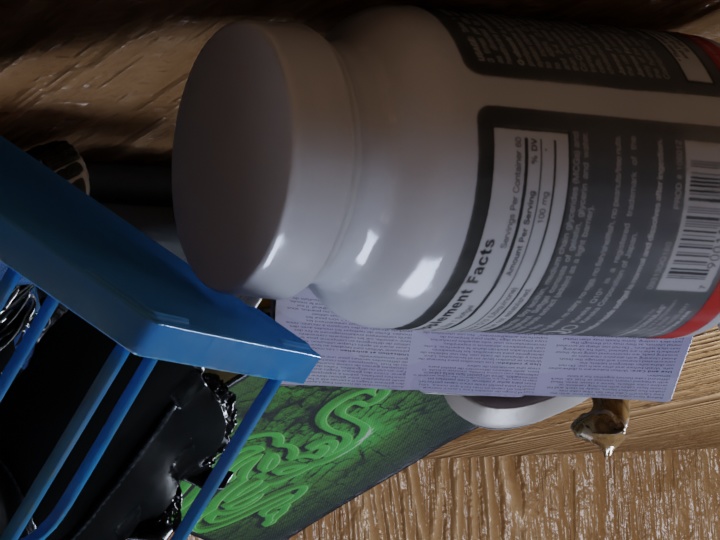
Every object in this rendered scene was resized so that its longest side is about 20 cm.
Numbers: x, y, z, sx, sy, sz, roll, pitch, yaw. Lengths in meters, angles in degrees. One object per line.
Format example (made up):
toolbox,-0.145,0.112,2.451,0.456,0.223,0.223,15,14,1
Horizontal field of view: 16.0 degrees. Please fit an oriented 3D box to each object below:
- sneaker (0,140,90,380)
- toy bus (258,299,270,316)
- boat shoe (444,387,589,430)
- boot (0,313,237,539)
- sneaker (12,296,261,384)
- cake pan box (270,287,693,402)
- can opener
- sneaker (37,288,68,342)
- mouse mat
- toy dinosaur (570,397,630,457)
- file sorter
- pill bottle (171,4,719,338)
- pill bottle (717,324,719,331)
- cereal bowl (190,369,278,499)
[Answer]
sneaker,-0.157,0.002,1.125,0.078,0.090,0.200,-29,-172,-25
toy bus,0.000,0.000,1.338,0.200,0.065,0.078,-6,172,17
boat shoe,0.110,0.039,1.263,0.200,0.075,0.093,-35,148,-35
boot,-0.140,0.066,1.045,0.073,0.162,0.198,30,159,40
sneaker,-0.120,0.035,1.224,0.099,0.071,0.200,-31,-166,51
cake pan box,0.052,-0.005,1.108,0.199,0.052,0.184,2,149,-1
can opener,-0.046,-0.032,1.200,0.200,0.053,0.067,-1,137,-31
sneaker,-0.149,0.029,1.299,0.077,0.078,0.200,-14,151,-5
mouse mat,-0.029,0.087,1.351,0.200,0.008,0.161,-32,145,23
toy dinosaur,0.141,0.026,1.382,0.106,0.200,0.060,24,143,11
file sorter,-0.145,0.022,0.885,0.200,0.123,0.139,33,-173,21
pill bottle,0.042,-0.035,0.923,0.200,0.116,0.116,3,170,-29
pill bottle,0.274,0.031,1.232,0.112,0.113,0.200,3,-159,-42
cereal bowl,-0.099,0.051,1.460,0.200,0.084,0.200,-3,-157,1
